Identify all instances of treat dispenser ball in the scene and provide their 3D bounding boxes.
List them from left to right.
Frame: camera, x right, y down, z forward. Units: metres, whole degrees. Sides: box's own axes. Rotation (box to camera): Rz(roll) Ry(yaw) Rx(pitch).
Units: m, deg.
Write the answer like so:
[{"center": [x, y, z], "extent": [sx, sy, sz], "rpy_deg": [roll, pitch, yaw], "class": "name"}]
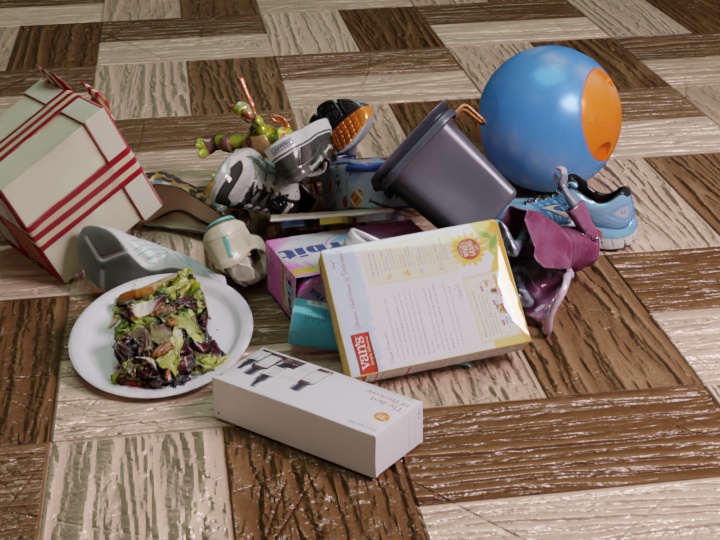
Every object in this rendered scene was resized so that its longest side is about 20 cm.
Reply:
[{"center": [0.261, -0.210, 1.865], "extent": [0.200, 0.202, 0.201], "rpy_deg": [-1, 25, 0], "class": "treat dispenser ball"}]

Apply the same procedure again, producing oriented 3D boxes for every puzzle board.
[{"center": [-0.020, -0.063, 1.684], "extent": [0.150, 0.017, 0.200], "rpy_deg": [-3, 1, 9], "class": "puzzle board"}]

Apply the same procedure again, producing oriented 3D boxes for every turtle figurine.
[{"center": [-0.150, -0.179, 1.869], "extent": [0.161, 0.200, 0.065], "rpy_deg": [-13, 36, 35], "class": "turtle figurine"}]

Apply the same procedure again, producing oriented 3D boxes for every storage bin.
[{"center": [0.110, -0.107, 1.570], "extent": [0.134, 0.146, 0.200], "rpy_deg": [43, 0, 2], "class": "storage bin"}]

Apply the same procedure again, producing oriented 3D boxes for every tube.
[{"center": [0.022, 0.068, 1.461], "extent": [0.199, 0.051, 0.078], "rpy_deg": [8, 33, 0], "class": "tube"}]

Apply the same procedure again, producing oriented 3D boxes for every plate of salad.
[{"center": [-0.215, 0.059, 1.443], "extent": [0.199, 0.048, 0.200], "rpy_deg": [-2, 39, 1], "class": "plate of salad"}]

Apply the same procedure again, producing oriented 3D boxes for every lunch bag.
[{"center": [0.038, -0.118, 1.777], "extent": [0.160, 0.076, 0.200], "rpy_deg": [-8, 8, -15], "class": "lunch bag"}]

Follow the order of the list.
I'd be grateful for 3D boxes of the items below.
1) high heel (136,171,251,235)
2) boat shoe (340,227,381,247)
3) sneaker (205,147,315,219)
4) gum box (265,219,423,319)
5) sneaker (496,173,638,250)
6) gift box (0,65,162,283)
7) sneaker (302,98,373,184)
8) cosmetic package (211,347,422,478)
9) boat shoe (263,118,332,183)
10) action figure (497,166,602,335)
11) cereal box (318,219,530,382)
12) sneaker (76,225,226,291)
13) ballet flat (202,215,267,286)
[{"center": [-0.245, -0.076, 1.751], "extent": [0.199, 0.072, 0.143], "rpy_deg": [-2, 23, -16], "class": "high heel"}, {"center": [0.067, 0.011, 1.483], "extent": [0.199, 0.067, 0.074], "rpy_deg": [18, 17, -12], "class": "boat shoe"}, {"center": [-0.120, -0.103, 1.723], "extent": [0.088, 0.076, 0.200], "rpy_deg": [41, 20, 16], "class": "sneaker"}, {"center": [0.000, 0.000, 1.580], "extent": [0.199, 0.066, 0.114], "rpy_deg": [-10, 25, -19], "class": "gum box"}, {"center": [0.258, -0.086, 1.730], "extent": [0.199, 0.090, 0.078], "rpy_deg": [5, 25, 14], "class": "sneaker"}, {"center": [-0.381, -0.130, 1.678], "extent": [0.187, 0.185, 0.200], "rpy_deg": [-41, 46, -18], "class": "gift box"}, {"center": [-0.030, -0.185, 1.886], "extent": [0.092, 0.076, 0.200], "rpy_deg": [-11, -14, -38], "class": "sneaker"}, {"center": [-0.043, 0.134, 1.311], "extent": [0.199, 0.051, 0.082], "rpy_deg": [16, 30, 32], "class": "cosmetic package"}, {"center": [-0.072, -0.149, 1.743], "extent": [0.071, 0.064, 0.200], "rpy_deg": [-29, 5, 18], "class": "boat shoe"}, {"center": [0.235, -0.027, 1.562], "extent": [0.149, 0.134, 0.200], "rpy_deg": [39, 32, 31], "class": "action figure"}, {"center": [0.066, 0.032, 1.425], "extent": [0.199, 0.145, 0.040], "rpy_deg": [-10, -18, -11], "class": "cereal box"}, {"center": [-0.248, 0.001, 1.593], "extent": [0.200, 0.071, 0.080], "rpy_deg": [25, 17, 20], "class": "sneaker"}, {"center": [-0.142, -0.012, 1.588], "extent": [0.069, 0.070, 0.200], "rpy_deg": [3, -7, 8], "class": "ballet flat"}]
